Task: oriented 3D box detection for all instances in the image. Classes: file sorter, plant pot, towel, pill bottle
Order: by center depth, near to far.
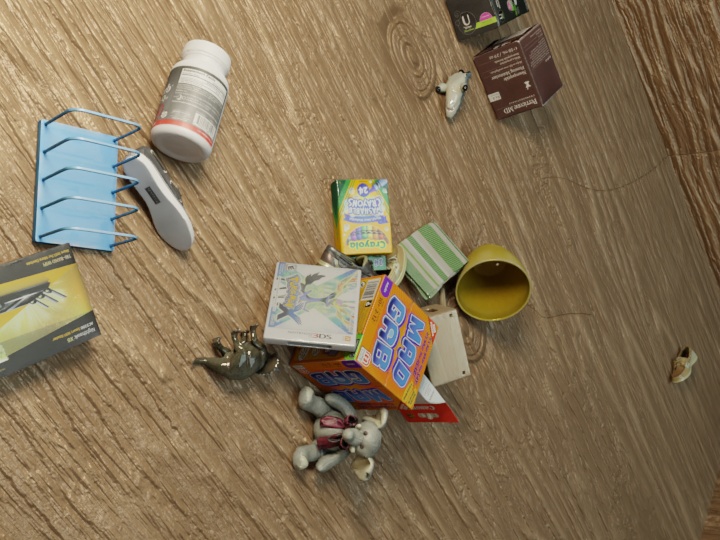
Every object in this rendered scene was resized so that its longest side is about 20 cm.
[{"bbox_3d":[-0.440,-0.146,1.244,0.137,0.121,0.205,8,78,-46],"label":"file sorter"},{"bbox_3d":[-0.310,-0.315,1.413,0.115,0.114,0.204,30,63,-39],"label":"pill bottle"},{"bbox_3d":[0.173,-0.031,1.907,0.153,0.023,0.199,49,48,4],"label":"towel"},{"bbox_3d":[0.348,0.011,2.024,0.201,0.198,0.143,50,25,-28],"label":"plant pot"}]

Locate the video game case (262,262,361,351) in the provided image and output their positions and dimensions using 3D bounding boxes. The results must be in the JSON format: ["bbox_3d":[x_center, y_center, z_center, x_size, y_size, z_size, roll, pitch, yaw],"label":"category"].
[{"bbox_3d":[-0.092,0.069,1.517,0.022,0.178,0.202,96,-1,-47],"label":"video game case"}]

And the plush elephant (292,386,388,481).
[{"bbox_3d":[-0.027,0.343,1.575,0.198,0.153,0.168,23,72,-43],"label":"plush elephant"}]

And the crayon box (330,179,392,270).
[{"bbox_3d":[0.004,-0.102,1.722,0.123,0.051,0.205,-3,86,-19],"label":"crayon box"}]

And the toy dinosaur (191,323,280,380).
[{"bbox_3d":[-0.226,0.166,1.455,0.198,0.076,0.104,-11,78,-51],"label":"toy dinosaur"}]

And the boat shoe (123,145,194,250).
[{"bbox_3d":[-0.356,-0.134,1.376,0.202,0.069,0.067,60,29,-26],"label":"boat shoe"}]

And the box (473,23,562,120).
[{"bbox_3d":[0.465,-0.584,2.235,0.164,0.164,0.203,-43,113,-42],"label":"box"}]

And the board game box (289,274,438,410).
[{"bbox_3d":[0.010,0.159,1.614,0.200,0.197,0.203,43,55,-33],"label":"board game box"}]

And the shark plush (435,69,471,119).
[{"bbox_3d":[0.264,-0.503,2.113,0.202,0.089,0.084,-74,155,-51],"label":"shark plush"}]

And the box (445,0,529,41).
[{"bbox_3d":[0.364,-0.756,2.168,0.199,0.147,0.126,-37,111,-43],"label":"box"}]

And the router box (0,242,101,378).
[{"bbox_3d":[-0.522,0.063,1.175,0.199,0.052,0.160,-27,104,-45],"label":"router box"}]

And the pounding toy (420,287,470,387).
[{"bbox_3d":[0.185,0.154,1.821,0.139,0.200,0.188,-15,95,-11],"label":"pounding toy"}]

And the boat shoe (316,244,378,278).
[{"bbox_3d":[-0.001,-0.001,1.666,0.198,0.072,0.067,20,102,-28],"label":"boat shoe"}]

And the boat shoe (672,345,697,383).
[{"bbox_3d":[1.275,0.373,3.017,0.200,0.074,0.067,-40,99,-44],"label":"boat shoe"}]

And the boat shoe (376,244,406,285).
[{"bbox_3d":[0.049,0.018,1.773,0.063,0.072,0.203,44,62,-38],"label":"boat shoe"}]

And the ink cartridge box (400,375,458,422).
[{"bbox_3d":[0.109,0.297,1.726,0.201,0.158,0.048,54,49,-26],"label":"ink cartridge box"}]
